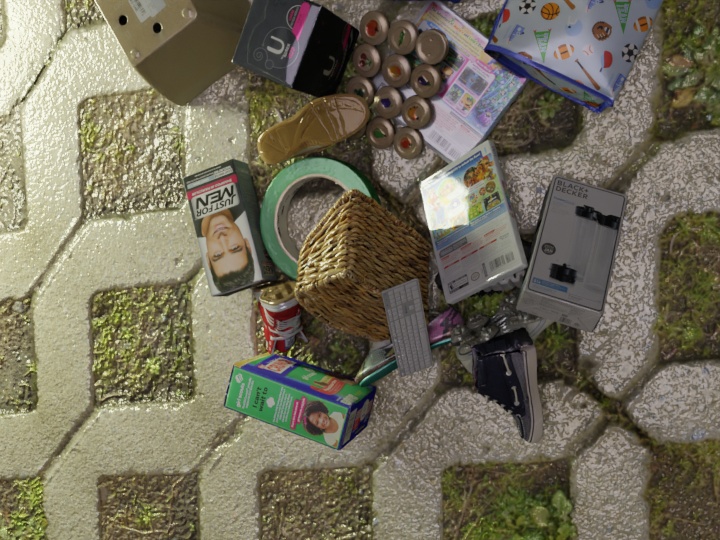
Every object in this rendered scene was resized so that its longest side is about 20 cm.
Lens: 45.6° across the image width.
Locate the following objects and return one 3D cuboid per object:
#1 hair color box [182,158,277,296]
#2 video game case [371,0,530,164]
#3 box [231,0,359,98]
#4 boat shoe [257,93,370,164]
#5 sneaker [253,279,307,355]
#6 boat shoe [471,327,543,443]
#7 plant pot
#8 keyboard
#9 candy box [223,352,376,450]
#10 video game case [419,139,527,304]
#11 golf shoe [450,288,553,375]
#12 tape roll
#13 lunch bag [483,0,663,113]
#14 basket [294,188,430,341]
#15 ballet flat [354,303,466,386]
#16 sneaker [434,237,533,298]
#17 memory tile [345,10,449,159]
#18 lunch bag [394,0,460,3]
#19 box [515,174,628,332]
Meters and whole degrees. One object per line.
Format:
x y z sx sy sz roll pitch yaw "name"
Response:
-0.214 -0.068 1.401 0.097 0.061 0.204 -17 84 17 "hair color box"
0.133 -0.285 1.313 0.199 0.024 0.183 40 104 9 "video game case"
-0.091 -0.336 1.278 0.105 0.200 0.124 24 102 12 "box"
-0.068 -0.226 1.347 0.197 0.069 0.075 -17 97 24 "boat shoe"
-0.118 0.080 1.344 0.070 0.200 0.115 -17 97 -12 "sneaker"
0.216 0.181 1.276 0.091 0.075 0.203 -13 117 -2 "boat shoe"
-0.298 -0.402 1.342 0.198 0.177 0.202 -31 87 17 "plant pot"
0.071 0.089 1.264 0.055 0.011 0.202 -16 136 -2 "keyboard"
-0.091 0.199 1.349 0.197 0.169 0.078 16 96 13 "candy box"
0.162 -0.071 1.262 0.142 0.018 0.203 -30 62 38 "video game case"
0.237 0.092 1.305 0.197 0.079 0.098 -25 125 3 "golf shoe"
-0.063 -0.079 1.376 0.196 0.048 0.205 1 95 15 "tape roll"
0.293 -0.343 1.204 0.197 0.124 0.172 25 93 2 "lunch bag"
0.000 0.000 1.296 0.141 0.199 0.151 -22 52 38 "basket"
0.072 0.112 1.352 0.198 0.069 0.072 -28 75 11 "ballet flat"
0.209 -0.013 1.296 0.196 0.066 0.092 -8 69 22 "sneaker"
0.048 -0.281 1.306 0.151 0.017 0.203 24 117 19 "memory tile"
0.098 -0.474 1.254 0.196 0.076 0.164 -4 104 3 "lunch bag"
0.300 -0.027 1.212 0.115 0.060 0.202 18 62 8 "box"
